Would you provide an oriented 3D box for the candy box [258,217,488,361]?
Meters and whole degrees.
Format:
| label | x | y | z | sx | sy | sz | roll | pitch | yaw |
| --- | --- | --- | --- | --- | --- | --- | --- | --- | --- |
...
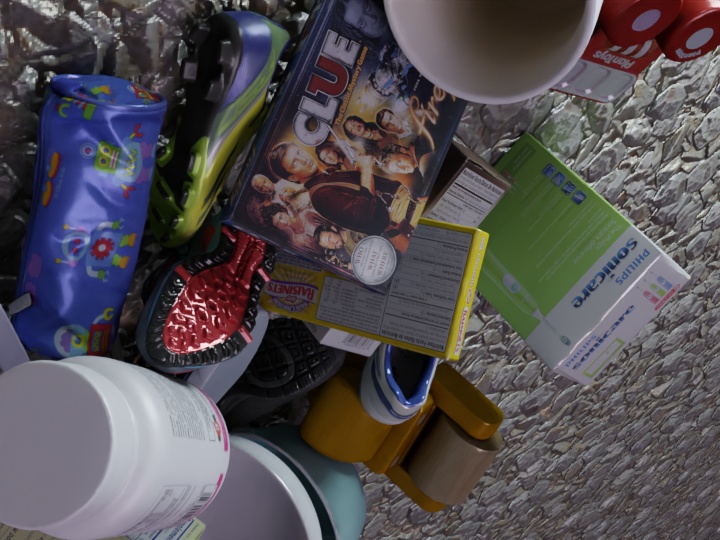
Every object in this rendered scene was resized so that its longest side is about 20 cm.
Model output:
| label | x | y | z | sx | sy | sz | roll | pitch | yaw |
| --- | --- | --- | --- | --- | --- | --- | --- | --- | --- |
| candy box | 0.000 | 0.000 | 0.808 | 0.026 | 0.199 | 0.103 | 13 | 91 | -59 |

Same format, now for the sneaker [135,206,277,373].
| label | x | y | z | sx | sy | sz | roll | pitch | yaw |
| --- | --- | --- | --- | --- | --- | --- | --- | --- | --- |
| sneaker | -0.129 | 0.027 | 0.774 | 0.095 | 0.200 | 0.079 | -32 | 105 | 25 |

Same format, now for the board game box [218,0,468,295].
| label | x | y | z | sx | sy | sz | roll | pitch | yaw |
| --- | --- | --- | --- | --- | --- | --- | --- | --- | --- |
| board game box | -0.003 | -0.100 | 0.746 | 0.135 | 0.035 | 0.201 | 24 | 86 | -20 |

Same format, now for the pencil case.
| label | x | y | z | sx | sy | sz | roll | pitch | yaw |
| --- | --- | --- | --- | --- | --- | --- | --- | --- | --- |
| pencil case | -0.193 | -0.034 | 0.687 | 0.087 | 0.078 | 0.201 | 0 | 110 | -49 |

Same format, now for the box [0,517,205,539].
| label | x | y | z | sx | sy | sz | roll | pitch | yaw |
| --- | --- | --- | --- | --- | --- | --- | --- | --- | --- |
| box | -0.264 | 0.223 | 0.819 | 0.176 | 0.200 | 0.097 | -51 | 177 | 14 |

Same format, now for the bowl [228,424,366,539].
| label | x | y | z | sx | sy | sz | roll | pitch | yaw |
| --- | --- | --- | --- | --- | --- | --- | --- | --- | --- |
| bowl | -0.073 | 0.242 | 1.042 | 0.105 | 0.200 | 0.202 | -23 | 145 | -52 |

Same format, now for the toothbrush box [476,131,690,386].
| label | x | y | z | sx | sy | sz | roll | pitch | yaw |
| --- | --- | --- | --- | --- | --- | --- | --- | --- | --- |
| toothbrush box | 0.189 | -0.013 | 0.973 | 0.146 | 0.200 | 0.086 | -50 | 141 | 12 |

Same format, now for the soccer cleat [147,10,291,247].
| label | x | y | z | sx | sy | sz | roll | pitch | yaw |
| --- | --- | --- | --- | --- | --- | --- | --- | --- | --- |
| soccer cleat | -0.106 | -0.099 | 0.751 | 0.083 | 0.065 | 0.201 | -11 | 136 | -45 |

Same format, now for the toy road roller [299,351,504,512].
| label | x | y | z | sx | sy | sz | roll | pitch | yaw |
| --- | --- | --- | --- | --- | --- | --- | --- | --- | --- |
| toy road roller | 0.030 | 0.154 | 1.011 | 0.146 | 0.200 | 0.123 | -15 | 140 | -58 |

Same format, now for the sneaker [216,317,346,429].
| label | x | y | z | sx | sy | sz | roll | pitch | yaw |
| --- | --- | --- | --- | --- | --- | --- | --- | --- | --- |
| sneaker | -0.096 | 0.101 | 0.938 | 0.199 | 0.076 | 0.091 | -22 | 160 | 21 |

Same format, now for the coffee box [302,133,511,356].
| label | x | y | z | sx | sy | sz | roll | pitch | yaw |
| --- | --- | --- | --- | --- | --- | --- | --- | --- | --- |
| coffee box | 0.018 | -0.040 | 0.871 | 0.200 | 0.113 | 0.080 | -52 | 144 | 14 |

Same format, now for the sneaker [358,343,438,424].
| label | x | y | z | sx | sy | sz | roll | pitch | yaw |
| --- | --- | --- | --- | --- | --- | --- | --- | --- | --- |
| sneaker | 0.052 | 0.042 | 0.929 | 0.075 | 0.201 | 0.088 | 9 | 166 | -16 |

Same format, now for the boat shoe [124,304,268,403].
| label | x | y | z | sx | sy | sz | roll | pitch | yaw |
| --- | --- | --- | --- | --- | --- | --- | --- | --- | --- |
| boat shoe | -0.164 | 0.087 | 0.853 | 0.201 | 0.091 | 0.071 | -53 | 165 | 17 |

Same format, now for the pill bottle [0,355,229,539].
| label | x | y | z | sx | sy | sz | roll | pitch | yaw |
| --- | --- | --- | --- | --- | --- | --- | --- | --- | --- |
| pill bottle | -0.166 | 0.117 | 0.661 | 0.113 | 0.114 | 0.200 | -39 | 165 | 0 |

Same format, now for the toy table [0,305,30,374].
| label | x | y | z | sx | sy | sz | roll | pitch | yaw |
| --- | --- | --- | --- | --- | --- | --- | --- | --- | --- |
| toy table | -0.299 | 0.058 | 0.665 | 0.117 | 0.183 | 0.201 | -33 | 114 | -29 |

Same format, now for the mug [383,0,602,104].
| label | x | y | z | sx | sy | sz | roll | pitch | yaw |
| --- | --- | --- | --- | --- | --- | --- | --- | --- | --- |
| mug | 0.114 | -0.232 | 0.706 | 0.153 | 0.149 | 0.187 | -48 | 148 | -49 |

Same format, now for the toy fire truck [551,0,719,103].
| label | x | y | z | sx | sy | sz | roll | pitch | yaw |
| --- | --- | --- | --- | --- | --- | --- | --- | --- | --- |
| toy fire truck | 0.210 | -0.215 | 0.874 | 0.199 | 0.113 | 0.168 | 2 | 145 | -40 |

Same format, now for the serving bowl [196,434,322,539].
| label | x | y | z | sx | sy | sz | roll | pitch | yaw |
| --- | --- | --- | --- | --- | --- | --- | --- | --- | --- |
| serving bowl | -0.117 | 0.240 | 0.924 | 0.201 | 0.200 | 0.066 | -58 | 166 | 23 |

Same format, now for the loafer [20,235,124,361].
| label | x | y | z | sx | sy | sz | roll | pitch | yaw |
| --- | --- | --- | --- | --- | --- | --- | --- | --- | --- |
| loafer | -0.219 | 0.058 | 0.785 | 0.062 | 0.072 | 0.201 | -8 | 110 | -14 |
